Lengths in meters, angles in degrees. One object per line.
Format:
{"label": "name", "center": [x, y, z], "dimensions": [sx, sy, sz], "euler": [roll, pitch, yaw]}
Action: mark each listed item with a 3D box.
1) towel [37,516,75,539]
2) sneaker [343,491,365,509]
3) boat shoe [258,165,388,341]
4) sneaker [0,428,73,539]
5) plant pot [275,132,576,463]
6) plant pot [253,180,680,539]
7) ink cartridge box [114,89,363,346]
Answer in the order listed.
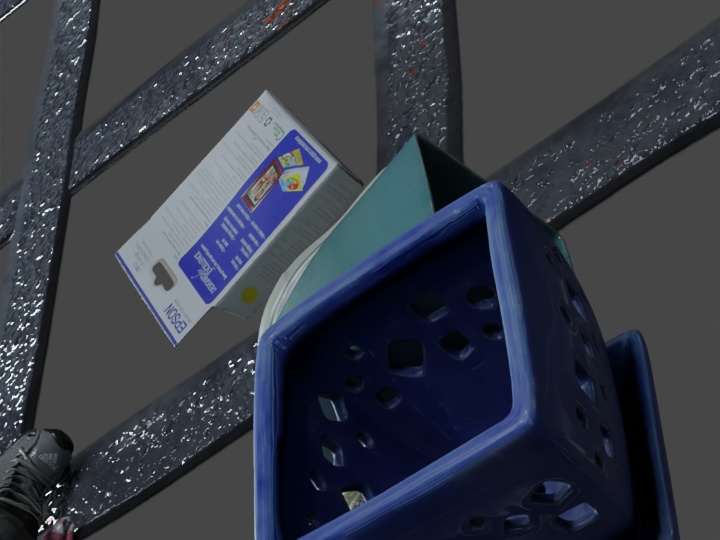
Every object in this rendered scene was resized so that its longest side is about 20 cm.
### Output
{"label": "towel", "center": [-0.294, 0.296, 1.573], "dimensions": [0.146, 0.030, 0.200], "euler": [-30, 36, 29]}
{"label": "sneaker", "center": [0.007, 0.213, 1.240], "dimensions": [0.088, 0.077, 0.201], "euler": [8, 68, 41]}
{"label": "boat shoe", "center": [0.001, 0.000, 1.464], "dimensions": [0.201, 0.070, 0.071], "euler": [-52, 24, -10]}
{"label": "sneaker", "center": [-0.277, 0.174, 1.616], "dimensions": [0.115, 0.075, 0.200], "euler": [-44, 17, -15]}
{"label": "plant pot", "center": [0.030, 0.047, 1.318], "dimensions": [0.200, 0.141, 0.142], "euler": [-45, 30, 24]}
{"label": "plant pot", "center": [0.068, 0.103, 1.152], "dimensions": [0.200, 0.180, 0.200], "euler": [-34, 36, 27]}
{"label": "ink cartridge box", "center": [-0.105, -0.040, 1.679], "dimensions": [0.200, 0.047, 0.198], "euler": [-49, 32, 5]}
